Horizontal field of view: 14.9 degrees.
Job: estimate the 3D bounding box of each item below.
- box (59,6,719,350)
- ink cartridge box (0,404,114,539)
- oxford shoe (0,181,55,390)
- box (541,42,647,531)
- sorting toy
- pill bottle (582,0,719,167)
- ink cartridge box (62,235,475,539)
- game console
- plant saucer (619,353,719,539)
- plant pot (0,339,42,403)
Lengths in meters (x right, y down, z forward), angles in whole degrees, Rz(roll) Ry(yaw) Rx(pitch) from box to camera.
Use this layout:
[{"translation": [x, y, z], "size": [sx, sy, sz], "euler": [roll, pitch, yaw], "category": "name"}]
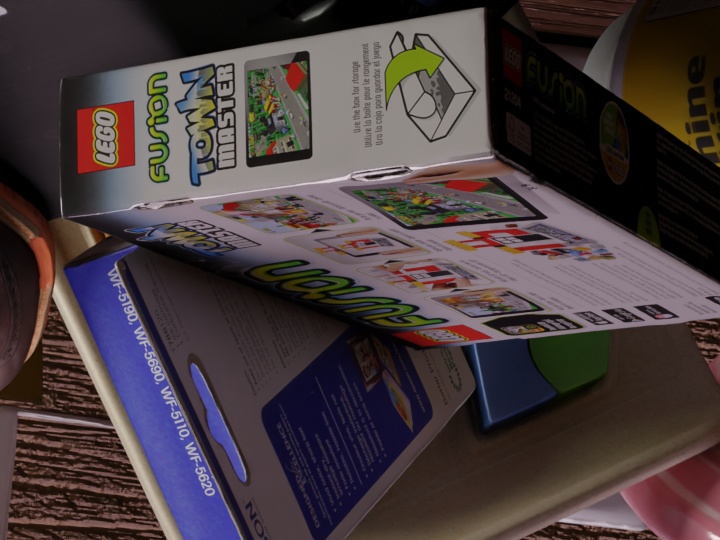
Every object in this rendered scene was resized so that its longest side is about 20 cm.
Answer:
[{"translation": [0.022, -0.016, 0.694], "size": [0.110, 0.035, 0.200], "euler": [-7, 167, 24], "category": "box"}, {"translation": [-0.198, 0.075, 1.014], "size": [0.199, 0.068, 0.116], "euler": [8, 177, -20], "category": "ink cartridge box"}, {"translation": [-0.129, 0.001, 0.733], "size": [0.071, 0.073, 0.200], "euler": [6, 157, 10], "category": "oxford shoe"}, {"translation": [0.033, 0.001, 1.197], "size": [0.198, 0.201, 0.131], "euler": [7, 179, 0], "category": "box"}, {"translation": [0.000, 0.000, 0.882], "size": [0.185, 0.200, 0.036], "euler": [-24, 164, -15], "category": "sorting toy"}, {"translation": [0.142, -0.052, 0.811], "size": [0.112, 0.112, 0.200], "euler": [8, 176, -20], "category": "pill bottle"}, {"translation": [-0.026, 0.022, 0.752], "size": [0.039, 0.100, 0.200], "euler": [-21, -174, 20], "category": "ink cartridge box"}, {"translation": [-0.052, -0.087, 0.741], "size": [0.200, 0.117, 0.176], "euler": [-14, 147, 43], "category": "game console"}, {"translation": [0.186, 0.076, 0.930], "size": [0.200, 0.051, 0.201], "euler": [15, -164, -4], "category": "plant saucer"}, {"translation": [-0.241, -0.051, 1.044], "size": [0.200, 0.177, 0.200], "euler": [10, 175, -37], "category": "plant pot"}]
